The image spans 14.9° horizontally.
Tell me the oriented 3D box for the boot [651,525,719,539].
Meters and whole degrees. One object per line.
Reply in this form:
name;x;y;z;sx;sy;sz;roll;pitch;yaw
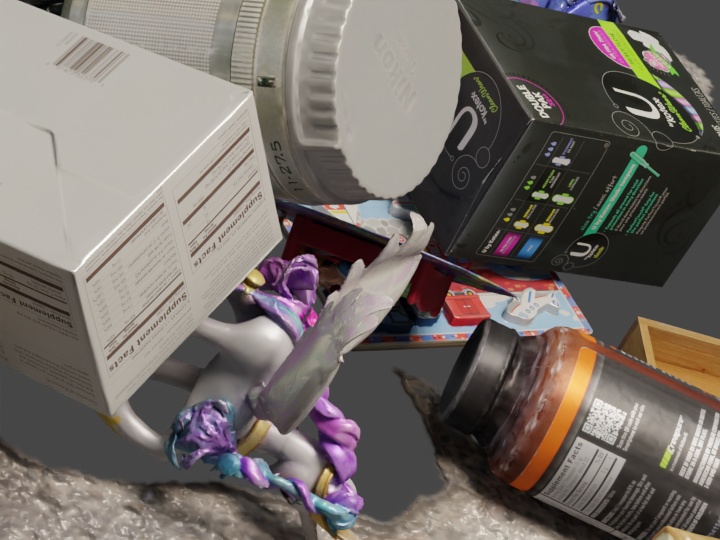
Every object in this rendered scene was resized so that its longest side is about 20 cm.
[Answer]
boot;0.263;0.179;1.642;0.199;0.176;0.066;12;4;-25

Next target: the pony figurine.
pony figurine;-0.056;0.047;1.555;0.200;0.193;0.167;31;27;6

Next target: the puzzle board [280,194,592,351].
puzzle board;0.045;-0.009;1.830;0.199;0.017;0.151;-1;47;-35

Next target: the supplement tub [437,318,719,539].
supplement tub;0.151;0.102;1.696;0.199;0.107;0.107;26;37;-5

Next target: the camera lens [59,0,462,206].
camera lens;-0.062;-0.122;1.579;0.199;0.161;0.160;8;26;30

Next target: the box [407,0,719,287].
box;0.133;-0.089;1.869;0.199;0.125;0.149;8;37;-36

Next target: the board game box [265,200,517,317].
board game box;0.000;0.000;1.691;0.158;0.039;0.200;23;-3;-24

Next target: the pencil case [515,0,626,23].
pencil case;0.110;-0.234;2.079;0.078;0.087;0.200;-29;62;-22

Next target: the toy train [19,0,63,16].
toy train;-0.197;-0.160;1.650;0.200;0.085;0.114;-24;89;-54

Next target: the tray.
tray;0.273;0.100;1.839;0.199;0.037;0.099;16;38;-19

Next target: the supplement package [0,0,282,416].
supplement package;-0.170;-0.041;1.472;0.200;0.111;0.156;23;53;29
